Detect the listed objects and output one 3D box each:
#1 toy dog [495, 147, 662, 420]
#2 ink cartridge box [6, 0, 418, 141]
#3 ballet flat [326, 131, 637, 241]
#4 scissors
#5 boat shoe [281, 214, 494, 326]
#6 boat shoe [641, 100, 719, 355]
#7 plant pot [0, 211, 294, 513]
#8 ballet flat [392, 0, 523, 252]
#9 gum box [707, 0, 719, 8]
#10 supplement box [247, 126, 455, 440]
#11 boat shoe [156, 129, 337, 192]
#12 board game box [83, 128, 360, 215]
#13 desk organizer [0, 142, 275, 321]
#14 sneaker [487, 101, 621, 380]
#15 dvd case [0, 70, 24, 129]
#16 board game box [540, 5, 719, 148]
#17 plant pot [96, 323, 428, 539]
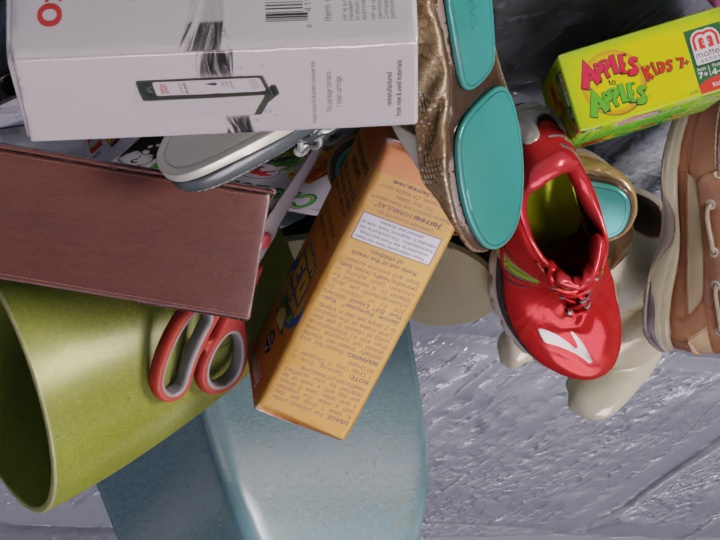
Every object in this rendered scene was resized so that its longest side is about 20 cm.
[{"bbox_3d":[0.151,-0.010,1.908,0.194,0.140,0.200,-32,152,8],"label":"toy dog"},{"bbox_3d":[-0.073,-0.149,1.417,0.199,0.146,0.084,-2,152,0],"label":"ink cartridge box"},{"bbox_3d":[0.072,-0.055,1.757,0.199,0.063,0.069,11,113,-13],"label":"ballet flat"},{"bbox_3d":[-0.069,-0.009,1.698,0.073,0.014,0.200,9,110,-45],"label":"scissors"},{"bbox_3d":[0.022,-0.010,1.822,0.201,0.074,0.063,4,-146,46],"label":"boat shoe"},{"bbox_3d":[0.237,-0.039,1.859,0.072,0.201,0.076,13,-162,25],"label":"boat shoe"},{"bbox_3d":[-0.143,0.030,1.780,0.200,0.187,0.187,-20,158,-23],"label":"plant pot"},{"bbox_3d":[0.047,-0.103,1.593,0.070,0.065,0.201,-38,132,-39],"label":"ballet flat"},{"bbox_3d":[0.250,-0.200,1.652,0.113,0.066,0.200,-25,154,20],"label":"gum box"},{"bbox_3d":[0.000,0.000,1.704,0.069,0.067,0.200,18,114,-16],"label":"supplement box"},{"bbox_3d":[-0.025,-0.093,1.627,0.200,0.073,0.062,-35,130,-19],"label":"boat shoe"},{"bbox_3d":[-0.054,-0.089,1.731,0.200,0.035,0.126,9,144,-44],"label":"board game box"},{"bbox_3d":[-0.154,-0.024,1.647,0.199,0.077,0.072,10,178,-4],"label":"desk organizer"},{"bbox_3d":[0.117,-0.003,1.697,0.077,0.085,0.200,-26,127,-7],"label":"sneaker"},{"bbox_3d":[-0.131,-0.122,1.565,0.200,0.018,0.143,-23,180,18],"label":"dvd case"},{"bbox_3d":[0.168,-0.114,1.717,0.101,0.048,0.200,-16,179,0],"label":"board game box"},{"bbox_3d":[-0.062,0.164,2.055,0.195,0.201,0.196,-1,151,-32],"label":"plant pot"}]
